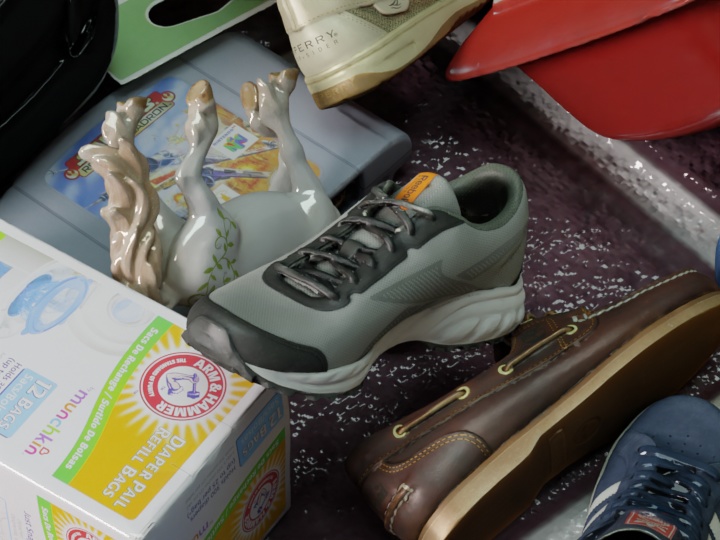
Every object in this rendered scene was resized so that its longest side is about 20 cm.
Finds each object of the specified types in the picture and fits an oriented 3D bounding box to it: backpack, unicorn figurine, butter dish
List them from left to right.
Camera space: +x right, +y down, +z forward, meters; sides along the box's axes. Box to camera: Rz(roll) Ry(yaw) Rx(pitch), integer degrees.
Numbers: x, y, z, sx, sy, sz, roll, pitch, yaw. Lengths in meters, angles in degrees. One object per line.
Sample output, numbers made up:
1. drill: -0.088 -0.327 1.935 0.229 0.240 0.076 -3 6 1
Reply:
1. backpack: -0.216 -0.107 1.310 0.200 0.178 0.151 -40 61 -14
2. unicorn figurine: -0.040 -0.022 1.276 0.199 0.074 0.138 -13 90 -29
3. butter dish: 0.178 -0.129 1.369 0.199 0.148 0.200 -16 27 51

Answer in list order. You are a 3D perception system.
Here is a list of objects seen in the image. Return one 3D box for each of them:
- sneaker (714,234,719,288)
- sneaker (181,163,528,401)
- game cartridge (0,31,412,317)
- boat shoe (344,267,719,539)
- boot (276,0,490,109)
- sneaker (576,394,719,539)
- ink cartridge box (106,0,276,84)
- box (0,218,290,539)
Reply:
1. sneaker: 0.266 -0.018 1.306 0.199 0.079 0.066 -9 47 -9
2. sneaker: 0.000 0.000 1.183 0.074 0.080 0.200 29 31 33
3. game cartridge: -0.087 -0.036 1.352 0.133 0.042 0.200 35 57 22
4. boat shoe: 0.083 0.052 1.248 0.200 0.071 0.070 -33 60 -25
5. boot: 0.001 -0.188 1.392 0.073 0.156 0.200 -21 16 41
6. sneaker: 0.125 0.118 1.182 0.075 0.085 0.200 13 50 12
7. ink cartridge box: -0.125 -0.169 1.459 0.145 0.048 0.200 -31 57 -24
8. box: -0.140 0.068 1.216 0.200 0.102 0.113 27 55 22
